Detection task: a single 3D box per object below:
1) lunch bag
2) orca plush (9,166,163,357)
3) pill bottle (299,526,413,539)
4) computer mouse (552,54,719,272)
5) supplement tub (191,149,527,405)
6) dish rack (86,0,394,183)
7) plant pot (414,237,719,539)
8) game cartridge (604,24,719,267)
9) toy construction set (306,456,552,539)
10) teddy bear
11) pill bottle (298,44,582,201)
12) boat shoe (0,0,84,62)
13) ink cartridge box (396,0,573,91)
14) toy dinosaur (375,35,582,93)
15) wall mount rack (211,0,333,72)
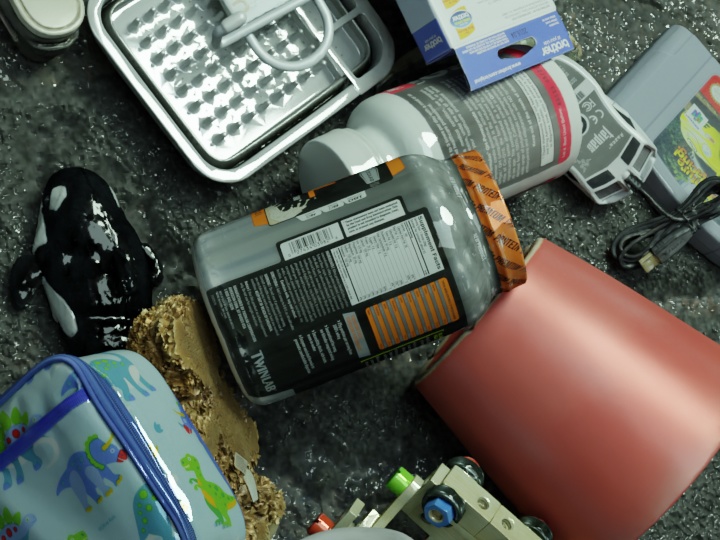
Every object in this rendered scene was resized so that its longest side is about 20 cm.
[{"bbox_3d":[-0.180,0.149,0.865,0.161,0.200,0.082,58,23,13],"label":"lunch bag"},{"bbox_3d":[-0.176,0.022,0.976,0.105,0.071,0.200,11,72,-23],"label":"orca plush"},{"bbox_3d":[0.004,0.275,0.949,0.109,0.109,0.200,-20,109,-28],"label":"pill bottle"},{"bbox_3d":[0.199,-0.097,1.192,0.110,0.044,0.200,-42,93,12],"label":"computer mouse"},{"bbox_3d":[0.000,0.000,0.970,0.200,0.123,0.123,-21,86,-2],"label":"supplement tub"},{"bbox_3d":[-0.089,-0.169,1.085,0.200,0.044,0.172,-40,96,-28],"label":"dish rack"},{"bbox_3d":[0.149,0.086,1.060,0.177,0.200,0.200,40,63,1],"label":"plant pot"},{"bbox_3d":[0.294,-0.096,1.255,0.200,0.041,0.133,47,66,-7],"label":"game cartridge"},{"bbox_3d":[0.063,0.206,1.023,0.200,0.131,0.092,31,41,-9],"label":"toy construction set"},{"bbox_3d":[-0.107,0.116,0.954,0.145,0.067,0.200,-84,154,-54],"label":"teddy bear"},{"bbox_3d":[0.058,-0.089,1.095,0.200,0.111,0.111,-24,88,-29],"label":"pill bottle"},{"bbox_3d":[-0.254,-0.236,1.024,0.067,0.057,0.200,-21,81,-32],"label":"boat shoe"},{"bbox_3d":[0.069,-0.232,1.087,0.119,0.042,0.200,-26,89,-37],"label":"ink cartridge box"},{"bbox_3d":[0.098,-0.196,1.182,0.200,0.047,0.088,-9,87,-24],"label":"toy dinosaur"},{"bbox_3d":[-0.057,-0.249,1.037,0.174,0.075,0.200,-31,89,-9],"label":"wall mount rack"}]
